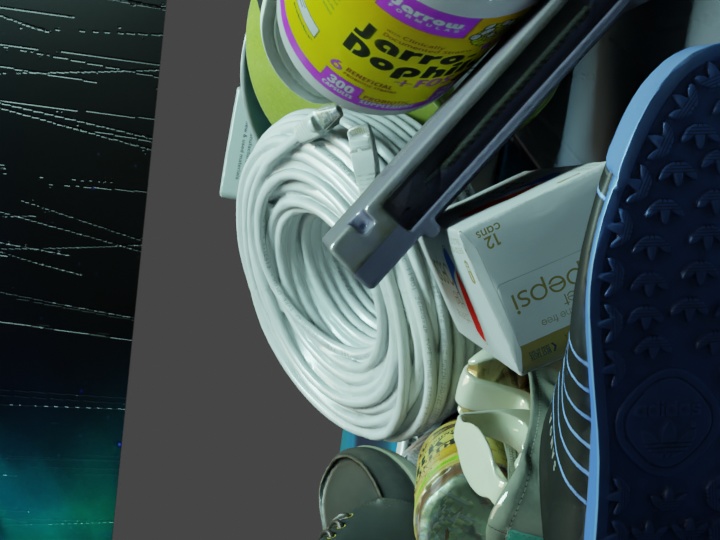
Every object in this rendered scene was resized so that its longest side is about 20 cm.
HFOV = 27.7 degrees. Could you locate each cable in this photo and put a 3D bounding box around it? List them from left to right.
[{"bbox_3d":[0.000,0.000,0.857,0.200,0.069,0.201,-7,105,59],"label":"cable"}]

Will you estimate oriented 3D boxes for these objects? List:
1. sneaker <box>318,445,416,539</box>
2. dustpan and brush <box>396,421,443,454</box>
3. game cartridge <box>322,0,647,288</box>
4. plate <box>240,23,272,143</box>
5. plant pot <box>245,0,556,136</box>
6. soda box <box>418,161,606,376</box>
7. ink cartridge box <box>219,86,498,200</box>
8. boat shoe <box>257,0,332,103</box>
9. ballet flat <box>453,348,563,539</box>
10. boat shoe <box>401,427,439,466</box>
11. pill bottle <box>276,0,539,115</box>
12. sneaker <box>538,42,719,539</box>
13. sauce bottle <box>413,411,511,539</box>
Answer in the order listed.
[{"bbox_3d":[-0.012,0.157,0.807,0.200,0.106,0.075,-120,46,-58],"label":"sneaker"},{"bbox_3d":[0.042,0.110,1.131,0.140,0.057,0.201,113,164,-78],"label":"dustpan and brush"},{"bbox_3d":[0.060,-0.075,0.646,0.200,0.038,0.130,-48,0,0],"label":"game cartridge"},{"bbox_3d":[0.011,-0.138,1.018,0.026,0.199,0.201,-139,55,-68],"label":"plate"},{"bbox_3d":[0.043,-0.138,0.901,0.200,0.186,0.188,-150,66,-69],"label":"plant pot"},{"bbox_3d":[0.073,-0.005,0.648,0.200,0.068,0.064,-143,29,-86],"label":"soda box"},{"bbox_3d":[-0.002,-0.082,1.126,0.146,0.199,0.083,-121,41,-84],"label":"ink cartridge box"},{"bbox_3d":[-0.034,-0.175,0.772,0.200,0.074,0.060,68,-178,-48],"label":"boat shoe"},{"bbox_3d":[0.074,0.064,0.676,0.200,0.063,0.068,-90,8,-65],"label":"ballet flat"},{"bbox_3d":[0.043,0.182,0.946,0.062,0.072,0.201,-10,-52,-48],"label":"boat shoe"},{"bbox_3d":[0.033,-0.146,0.643,0.200,0.104,0.105,142,137,-70],"label":"pill bottle"},{"bbox_3d":[0.089,0.028,0.454,0.078,0.070,0.201,-123,39,-75],"label":"sneaker"},{"bbox_3d":[0.060,0.114,0.780,0.200,0.064,0.065,-66,-17,-85],"label":"sauce bottle"}]
